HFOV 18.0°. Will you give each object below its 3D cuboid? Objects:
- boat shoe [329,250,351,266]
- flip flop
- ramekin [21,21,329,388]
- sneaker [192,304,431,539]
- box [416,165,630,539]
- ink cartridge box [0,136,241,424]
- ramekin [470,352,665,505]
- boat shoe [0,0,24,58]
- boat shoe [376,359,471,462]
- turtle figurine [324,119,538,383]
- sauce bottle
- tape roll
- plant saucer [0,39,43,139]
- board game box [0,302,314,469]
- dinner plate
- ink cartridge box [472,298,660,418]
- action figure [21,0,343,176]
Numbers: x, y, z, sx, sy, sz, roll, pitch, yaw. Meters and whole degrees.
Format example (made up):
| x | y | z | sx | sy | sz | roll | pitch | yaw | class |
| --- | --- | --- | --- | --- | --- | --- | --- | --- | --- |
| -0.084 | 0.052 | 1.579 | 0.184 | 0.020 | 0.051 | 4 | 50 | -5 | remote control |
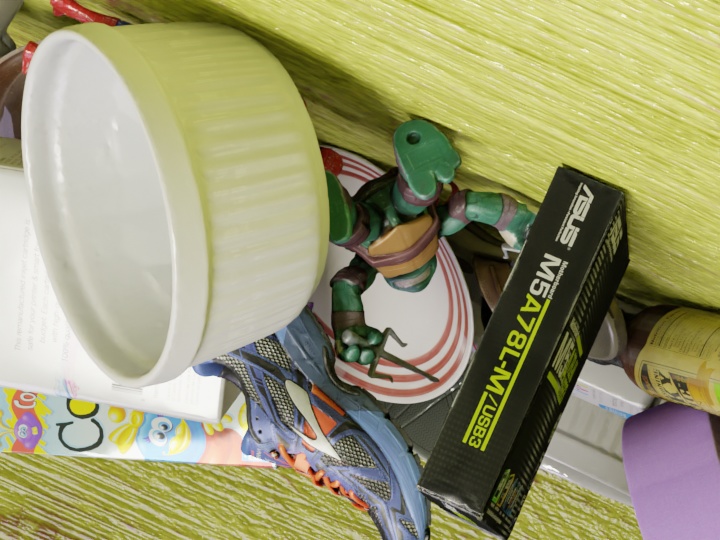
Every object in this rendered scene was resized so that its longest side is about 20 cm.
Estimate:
| x | y | z | sx | sy | sz | roll | pitch | yaw | class |
| --- | --- | --- | --- | --- | --- | --- | --- | --- | --- |
| -0.021 | -0.027 | 1.670 | 0.071 | 0.065 | 0.200 | 25 | 174 | -8 | boat shoe |
| 0.093 | 0.015 | 1.512 | 0.200 | 0.058 | 0.081 | 26 | 143 | 32 | flip flop |
| -0.100 | -0.043 | 1.251 | 0.105 | 0.201 | 0.200 | -14 | -166 | -28 | ramekin |
| -0.029 | 0.095 | 1.324 | 0.200 | 0.078 | 0.075 | 52 | 167 | 15 | sneaker |
| 0.098 | 0.054 | 1.298 | 0.047 | 0.194 | 0.200 | 25 | 173 | 11 | box |
| -0.167 | 0.003 | 1.444 | 0.199 | 0.148 | 0.086 | 11 | -163 | 9 | ink cartridge box |
| 0.166 | 0.106 | 1.824 | 0.200 | 0.105 | 0.200 | 25 | 175 | 2 | ramekin |
| -0.255 | -0.158 | 1.443 | 0.060 | 0.074 | 0.200 | 40 | 169 | -3 | boat shoe |
| 0.045 | 0.074 | 1.626 | 0.065 | 0.074 | 0.202 | 41 | -172 | -41 | boat shoe |
| 0.027 | -0.014 | 1.345 | 0.101 | 0.150 | 0.200 | 43 | 174 | 25 | turtle figurine |
| 0.214 | 0.056 | 1.475 | 0.065 | 0.065 | 0.200 | 28 | 173 | -29 | sauce bottle |
| 0.245 | 0.180 | 1.522 | 0.066 | 0.201 | 0.200 | -24 | 154 | 17 | tape roll |
| -0.164 | -0.071 | 1.487 | 0.200 | 0.201 | 0.035 | 25 | -144 | -4 | plant saucer |
| -0.140 | 0.072 | 1.554 | 0.199 | 0.103 | 0.105 | 2 | -175 | 11 | board game box |
| 0.000 | 0.000 | 1.548 | 0.200 | 0.024 | 0.201 | 24 | 134 | 28 | dinner plate |
| 0.129 | 0.039 | 1.636 | 0.200 | 0.068 | 0.115 | 24 | 173 | 11 | ink cartridge box |
| -0.103 | -0.097 | 1.392 | 0.200 | 0.065 | 0.099 | 25 | 167 | 3 | action figure |
